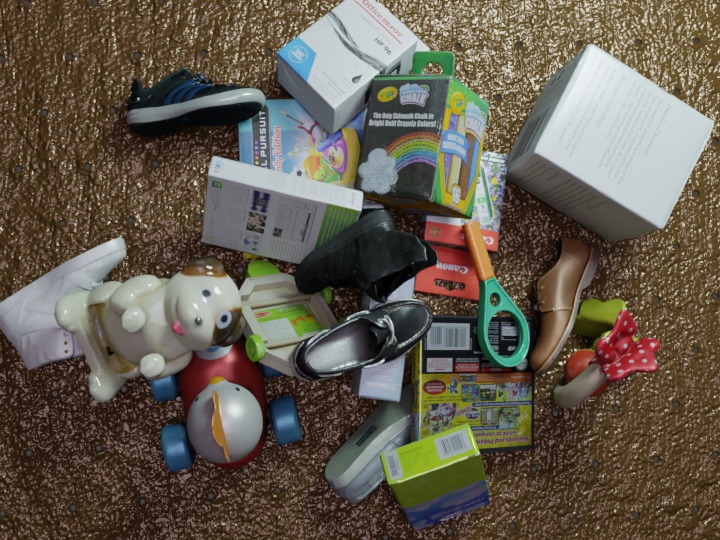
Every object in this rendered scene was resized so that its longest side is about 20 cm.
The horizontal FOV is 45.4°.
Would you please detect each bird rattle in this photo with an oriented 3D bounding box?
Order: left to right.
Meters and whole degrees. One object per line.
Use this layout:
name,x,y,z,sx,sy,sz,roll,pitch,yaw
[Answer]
bird rattle,0.325,0.127,1.149,0.112,0.200,0.164,40,107,-2

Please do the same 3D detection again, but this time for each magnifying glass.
magnifying glass,0.178,0.032,1.165,0.078,0.022,0.204,-19,91,-30

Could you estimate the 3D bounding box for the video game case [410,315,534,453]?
video game case,0.155,0.155,1.169,0.196,0.025,0.185,3,86,-30

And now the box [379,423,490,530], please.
box,0.103,0.273,1.120,0.120,0.201,0.048,-19,56,1

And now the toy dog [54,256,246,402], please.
toy dog,-0.237,0.063,1.063,0.197,0.193,0.142,-15,95,27

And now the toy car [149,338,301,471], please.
toy car,-0.172,0.168,1.078,0.180,0.200,0.181,-11,88,-7

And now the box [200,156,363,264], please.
box,-0.105,-0.069,1.122,0.196,0.145,0.037,14,54,-6

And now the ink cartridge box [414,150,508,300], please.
ink cartridge box,0.139,-0.067,1.201,0.106,0.050,0.205,8,85,-6

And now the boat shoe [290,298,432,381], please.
boat shoe,0.009,0.083,1.062,0.196,0.060,0.075,-15,85,-19

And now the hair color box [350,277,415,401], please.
hair color box,0.031,0.067,1.157,0.059,0.099,0.205,7,86,-6

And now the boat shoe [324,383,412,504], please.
boat shoe,0.041,0.234,1.173,0.200,0.070,0.072,-42,116,-11

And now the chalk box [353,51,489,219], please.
chalk box,0.085,-0.182,1.122,0.123,0.123,0.205,9,86,33

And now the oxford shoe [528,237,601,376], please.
oxford shoe,0.268,0.048,1.204,0.070,0.071,0.203,24,74,-2

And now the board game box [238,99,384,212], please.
board game box,-0.069,-0.156,1.185,0.195,0.047,0.155,-2,87,-7

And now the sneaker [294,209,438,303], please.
sneaker,0.002,0.001,1.083,0.199,0.060,0.106,-37,58,24

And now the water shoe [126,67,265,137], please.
water shoe,-0.222,-0.234,1.137,0.195,0.071,0.081,-7,78,13

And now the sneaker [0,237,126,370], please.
sneaker,-0.372,0.050,1.131,0.198,0.074,0.117,-32,92,3

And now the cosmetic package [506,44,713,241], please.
cosmetic package,0.329,-0.165,1.171,0.197,0.165,0.167,30,84,-5

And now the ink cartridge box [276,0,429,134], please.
ink cartridge box,-0.005,-0.295,1.160,0.116,0.068,0.200,44,71,12

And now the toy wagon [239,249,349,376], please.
toy wagon,-0.103,0.051,1.139,0.153,0.040,0.201,-7,47,-35
